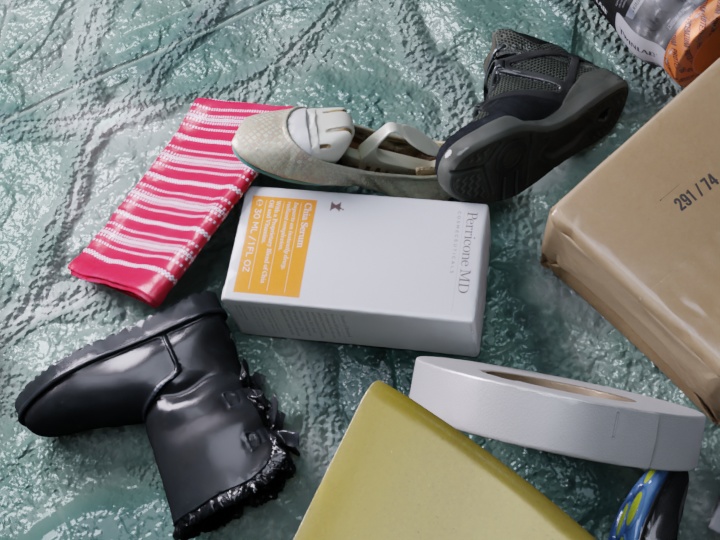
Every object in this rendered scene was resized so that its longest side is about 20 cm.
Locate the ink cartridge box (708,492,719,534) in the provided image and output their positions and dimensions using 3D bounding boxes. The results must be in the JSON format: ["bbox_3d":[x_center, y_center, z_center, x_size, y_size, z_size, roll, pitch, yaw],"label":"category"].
[{"bbox_3d":[0.347,0.142,0.752,0.198,0.084,0.147,27,116,20],"label":"ink cartridge box"}]

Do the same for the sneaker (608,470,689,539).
[{"bbox_3d":[0.207,0.229,0.788,0.081,0.071,0.203,6,69,0],"label":"sneaker"}]

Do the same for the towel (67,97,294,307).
[{"bbox_3d":[-0.148,-0.063,0.961,0.144,0.023,0.201,14,64,49],"label":"towel"}]

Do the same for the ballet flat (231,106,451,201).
[{"bbox_3d":[-0.004,-0.100,0.918,0.197,0.063,0.068,10,49,-28],"label":"ballet flat"}]

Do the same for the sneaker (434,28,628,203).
[{"bbox_3d":[0.114,-0.127,0.942,0.198,0.077,0.114,-32,55,-29],"label":"sneaker"}]

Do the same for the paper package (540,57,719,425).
[{"bbox_3d":[0.269,-0.025,0.870,0.199,0.104,0.191,-41,67,-11],"label":"paper package"}]

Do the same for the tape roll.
[{"bbox_3d":[0.130,0.094,0.784,0.199,0.203,0.038,11,90,14],"label":"tape roll"}]

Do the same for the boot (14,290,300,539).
[{"bbox_3d":[-0.153,0.126,0.890,0.196,0.073,0.164,-27,70,-1],"label":"boot"}]

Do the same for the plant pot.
[{"bbox_3d":[0.065,0.217,0.715,0.174,0.200,0.202,20,74,27],"label":"plant pot"}]

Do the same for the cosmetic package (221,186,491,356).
[{"bbox_3d":[0.000,0.000,0.919,0.196,0.072,0.103,4,66,11],"label":"cosmetic package"}]

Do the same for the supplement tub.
[{"bbox_3d":[0.246,-0.258,0.969,0.121,0.123,0.202,-27,64,-4],"label":"supplement tub"}]
